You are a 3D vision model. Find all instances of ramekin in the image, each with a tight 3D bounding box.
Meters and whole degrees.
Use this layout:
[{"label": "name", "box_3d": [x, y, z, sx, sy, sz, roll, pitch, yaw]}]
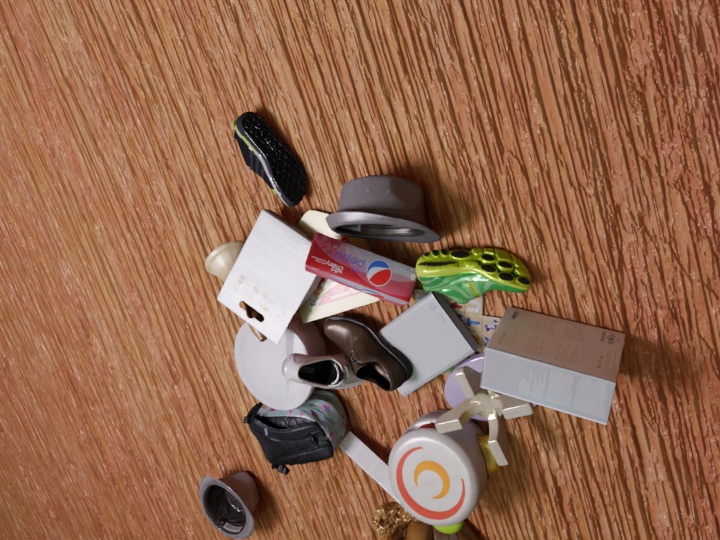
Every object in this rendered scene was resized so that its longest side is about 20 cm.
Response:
[{"label": "ramekin", "box_3d": [-0.157, 0.177, 1.306, 0.198, 0.094, 0.208, 9, 109, 29]}]

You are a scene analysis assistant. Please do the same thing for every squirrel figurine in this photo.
[{"label": "squirrel figurine", "box_3d": [0.116, 0.566, 1.317, 0.201, 0.140, 0.188, 52, 136, 18]}]

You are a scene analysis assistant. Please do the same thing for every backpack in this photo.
[{"label": "backpack", "box_3d": [-0.128, 0.334, 1.342, 0.196, 0.127, 0.169, -14, 118, 32]}]

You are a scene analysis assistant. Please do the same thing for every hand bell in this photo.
[{"label": "hand bell", "box_3d": [-0.229, 0.052, 1.251, 0.105, 0.103, 0.202, -49, 57, 34]}]

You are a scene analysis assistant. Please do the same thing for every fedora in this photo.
[{"label": "fedora", "box_3d": [-0.311, 0.564, 1.557, 0.174, 0.090, 0.203, 30, 127, 17]}, {"label": "fedora", "box_3d": [0.041, -0.107, 1.068, 0.194, 0.177, 0.093, 4, 84, 10]}]

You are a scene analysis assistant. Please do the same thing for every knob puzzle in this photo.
[{"label": "knob puzzle", "box_3d": [-0.064, -0.019, 1.220, 0.214, 0.030, 0.226, 3, 99, 21]}]

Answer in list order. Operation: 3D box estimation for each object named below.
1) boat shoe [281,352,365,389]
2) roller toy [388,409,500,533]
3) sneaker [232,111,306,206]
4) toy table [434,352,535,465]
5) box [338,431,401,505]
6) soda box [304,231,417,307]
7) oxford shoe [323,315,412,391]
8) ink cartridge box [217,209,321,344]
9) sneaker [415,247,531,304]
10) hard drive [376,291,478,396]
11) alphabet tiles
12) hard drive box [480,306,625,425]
[{"label": "boat shoe", "box_3d": [-0.054, 0.199, 1.209, 0.065, 0.196, 0.076, 10, 96, 55]}, {"label": "roller toy", "box_3d": [0.155, 0.365, 1.190, 0.181, 0.139, 0.203, 34, 113, 18]}, {"label": "sneaker", "box_3d": [-0.175, -0.209, 1.200, 0.203, 0.071, 0.082, 59, 148, -2]}, {"label": "toy table", "box_3d": [0.224, 0.230, 1.105, 0.199, 0.117, 0.185, -35, 93, 34]}, {"label": "box", "box_3d": [0.038, 0.413, 1.296, 0.198, 0.042, 0.039, 34, 162, 31]}, {"label": "soda box", "box_3d": [0.000, 0.000, 1.122, 0.195, 0.070, 0.065, 20, 79, -3]}, {"label": "oxford shoe", "box_3d": [0.001, 0.155, 1.195, 0.198, 0.084, 0.074, 33, 127, 21]}, {"label": "ink cartridge box", "box_3d": [-0.164, 0.011, 1.209, 0.160, 0.050, 0.203, 33, 102, 13]}, {"label": "sneaker", "box_3d": [0.193, 0.011, 1.074, 0.195, 0.075, 0.085, 6, 137, 19]}, {"label": "hard drive", "box_3d": [0.110, 0.140, 1.184, 0.133, 0.026, 0.199, 52, 128, 4]}, {"label": "alphabet tiles", "box_3d": [0.177, 0.106, 1.154, 0.163, 0.008, 0.205, 7, 113, 27]}, {"label": "hard drive box", "box_3d": [0.309, 0.144, 1.007, 0.196, 0.156, 0.079, 14, 118, 24]}]
